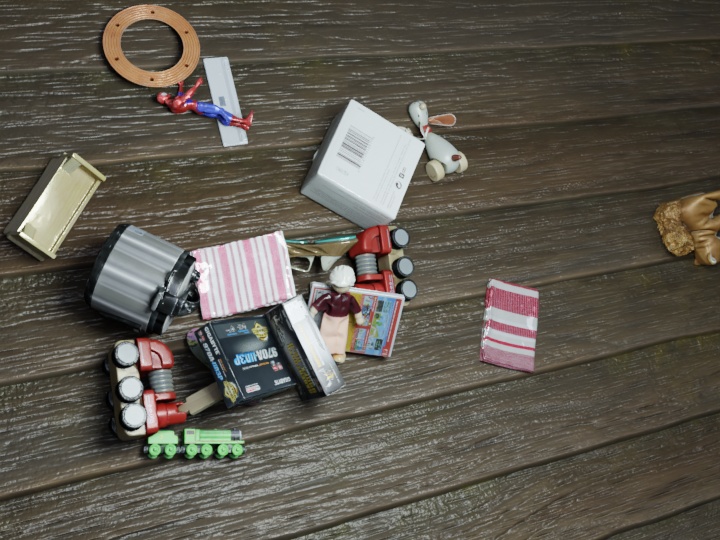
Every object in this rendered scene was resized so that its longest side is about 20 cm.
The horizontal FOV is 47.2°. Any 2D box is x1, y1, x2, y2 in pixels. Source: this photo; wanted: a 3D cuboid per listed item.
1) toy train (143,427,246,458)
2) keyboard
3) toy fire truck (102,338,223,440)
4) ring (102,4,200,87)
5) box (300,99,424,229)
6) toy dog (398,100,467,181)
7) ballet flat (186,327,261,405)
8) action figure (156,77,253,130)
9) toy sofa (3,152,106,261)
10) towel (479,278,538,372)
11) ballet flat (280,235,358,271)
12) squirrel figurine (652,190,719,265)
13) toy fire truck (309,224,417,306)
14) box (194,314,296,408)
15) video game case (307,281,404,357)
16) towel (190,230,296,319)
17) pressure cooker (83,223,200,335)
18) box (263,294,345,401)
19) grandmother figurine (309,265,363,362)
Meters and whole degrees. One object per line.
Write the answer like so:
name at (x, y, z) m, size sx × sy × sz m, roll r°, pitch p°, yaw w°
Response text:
toy train at (-0.320, 0.335, 1.600) m, size 0.198 × 0.042 × 0.057 m, roll 4°, pitch 66°, yaw -21°
keyboard at (-0.293, -0.367, 1.784) m, size 0.056 × 0.011 × 0.202 m, roll -12°, pitch 83°, yaw -18°
toy fire truck at (-0.366, 0.215, 1.554) m, size 0.198 × 0.128 × 0.178 m, roll -1°, pitch 69°, yaw -33°
ring at (-0.437, -0.469, 1.729) m, size 0.198 × 0.019 × 0.203 m, roll 6°, pitch 69°, yaw -14°
box at (0.004, -0.224, 1.803) m, size 0.199 × 0.131 × 0.200 m, roll 28°, pitch 69°, yaw -14°
toy dog at (0.179, -0.303, 1.909) m, size 0.200 × 0.096 × 0.132 m, roll 44°, pitch 66°, yaw -8°
ballet flat at (-0.262, 0.186, 1.637) m, size 0.200 × 0.071 × 0.069 m, roll 49°, pitch 62°, yaw -5°
action figure at (-0.326, -0.365, 1.735) m, size 0.198 × 0.065 × 0.100 m, roll 9°, pitch 81°, yaw -16°
toy sofa at (-0.587, -0.123, 1.581) m, size 0.083 × 0.097 × 0.201 m, roll 41°, pitch 64°, yaw -35°
towel at (0.352, 0.127, 1.924) m, size 0.143 × 0.023 × 0.202 m, roll 14°, pitch 73°, yaw -19°
ballet flat at (-0.102, -0.034, 1.732) m, size 0.198 × 0.068 × 0.073 m, roll -3°, pitch 95°, yaw 2°
squirrel figurine at (0.861, -0.098, 2.136) m, size 0.198 × 0.141 × 0.189 m, roll -15°, pitch 94°, yaw -10°
toy fire truck at (0.000, 0.000, 1.771) m, size 0.198 × 0.128 × 0.178 m, roll -1°, pitch 78°, yaw -32°
box at (-0.220, 0.171, 1.595) m, size 0.160 × 0.046 × 0.200 m, roll 64°, pitch 22°, yaw 11°
video game case at (-0.018, 0.104, 1.726) m, size 0.198 × 0.017 × 0.144 m, roll 9°, pitch 111°, yaw -12°
towel at (-0.239, 0.009, 1.680) m, size 0.198 × 0.030 × 0.148 m, roll -13°, pitch 83°, yaw -6°
pressure cooker at (-0.396, 0.025, 1.551) m, size 0.198 × 0.179 × 0.177 m, roll 24°, pitch 50°, yaw -7°
box at (-0.118, 0.159, 1.654) m, size 0.048 × 0.158 × 0.201 m, roll -25°, pitch 88°, yaw -25°
grandmother figurine at (-0.052, 0.085, 1.675) m, size 0.120 × 0.061 × 0.202 m, roll 1°, pitch 111°, yaw -30°
